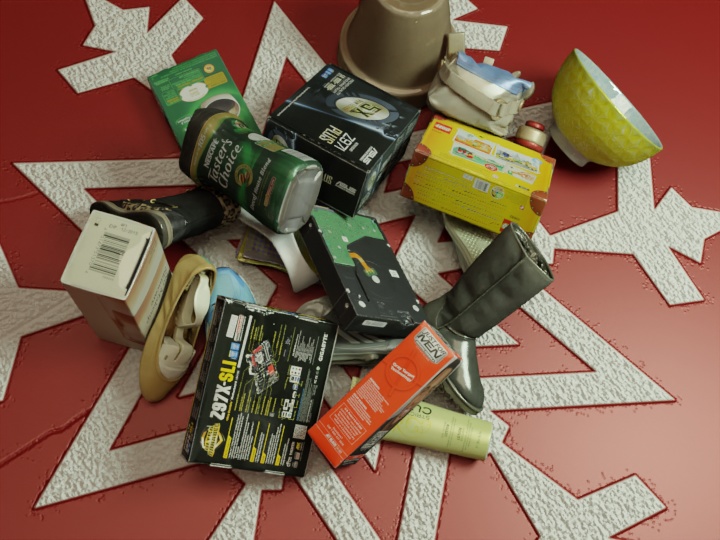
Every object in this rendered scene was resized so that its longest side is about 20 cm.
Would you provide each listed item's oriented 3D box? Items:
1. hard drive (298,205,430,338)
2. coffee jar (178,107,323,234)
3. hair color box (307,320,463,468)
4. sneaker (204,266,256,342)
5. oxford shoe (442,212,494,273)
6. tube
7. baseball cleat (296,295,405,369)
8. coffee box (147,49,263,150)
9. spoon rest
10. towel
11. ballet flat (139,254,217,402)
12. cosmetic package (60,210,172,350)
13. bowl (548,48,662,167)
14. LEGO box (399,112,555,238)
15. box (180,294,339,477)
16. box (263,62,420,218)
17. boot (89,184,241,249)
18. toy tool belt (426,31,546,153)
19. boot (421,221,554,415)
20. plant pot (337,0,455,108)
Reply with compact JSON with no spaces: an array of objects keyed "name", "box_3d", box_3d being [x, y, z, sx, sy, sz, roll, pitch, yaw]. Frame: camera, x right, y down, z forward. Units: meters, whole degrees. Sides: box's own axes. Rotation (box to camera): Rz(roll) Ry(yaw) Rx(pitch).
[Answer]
[{"name":"hard drive","box_3d":[0.000,0.000,1.145,0.138,0.038,0.202,10,43,-42]},{"name":"coffee jar","box_3d":[-0.151,-0.137,1.127,0.198,0.106,0.085,31,23,25]},{"name":"hair color box","box_3d":[0.034,0.157,1.063,0.200,0.101,0.061,-44,74,4]},{"name":"sneaker","box_3d":[-0.170,0.085,1.128,0.077,0.090,0.204,-8,68,-7]},{"name":"oxford shoe","box_3d":[0.163,-0.041,1.228,0.074,0.058,0.202,-10,53,-10]},{"name":"tube","box_3d":[0.074,0.203,1.120,0.196,0.053,0.058,14,38,7]},{"name":"baseball cleat","box_3d":[-0.014,0.084,1.151,0.196,0.070,0.109,-2,69,-6]},{"name":"coffee box","box_3d":[-0.230,-0.229,1.284,0.121,0.044,0.202,-26,71,-14]},{"name":"spoon rest","box_3d":[-0.119,-0.070,1.187,0.098,0.061,0.202,-28,71,-3]},{"name":"towel","box_3d":[-0.089,-0.083,1.244,0.141,0.023,0.203,16,67,4]},{"name":"ballet flat","box_3d":[-0.237,0.078,1.106,0.062,0.068,0.204,13,87,43]},{"name":"cosmetic package","box_3d":[-0.302,0.020,1.087,0.086,0.201,0.105,16,68,3]},{"name":"bowl","box_3d":[0.348,-0.223,1.277,0.107,0.199,0.202,-41,70,25]},{"name":"LEGO box","box_3d":[0.172,-0.135,1.221,0.197,0.078,0.149,22,34,5]},{"name":"box","box_3d":[-0.124,0.147,1.058,0.157,0.049,0.204,13,89,-24]},{"name":"box","box_3d":[-0.029,-0.192,1.221,0.162,0.087,0.201,29,43,8]},{"name":"boot","box_3d":[-0.276,-0.077,1.187,0.149,0.198,0.075,-24,109,-41]},{"name":"toy tool belt","box_3d":[0.203,-0.268,1.266,0.197,0.125,0.125,21,95,-3]},{"name":"boot","box_3d":[0.175,0.065,1.117,0.199,0.072,0.184,-36,73,20]},{"name":"plant pot","box_3d":[0.065,-0.380,1.301,0.196,0.175,0.204,1,65,-3]}]
